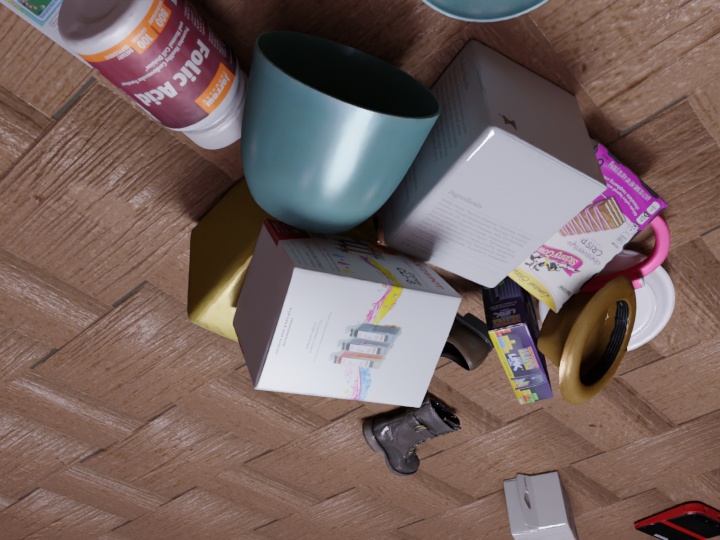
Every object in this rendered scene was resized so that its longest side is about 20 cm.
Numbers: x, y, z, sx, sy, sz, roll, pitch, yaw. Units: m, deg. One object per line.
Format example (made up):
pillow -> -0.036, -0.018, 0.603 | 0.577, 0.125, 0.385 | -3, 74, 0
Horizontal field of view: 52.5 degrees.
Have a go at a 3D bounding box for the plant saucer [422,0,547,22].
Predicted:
plant saucer -> 0.129, -0.341, 0.709 | 0.200, 0.036, 0.200 | -1, 139, -1

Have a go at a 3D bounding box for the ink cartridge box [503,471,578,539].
ink cartridge box -> 0.406, 0.549, 1.637 | 0.125, 0.129, 0.200 | -16, 137, 15

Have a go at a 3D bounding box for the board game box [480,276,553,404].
board game box -> 0.228, 0.075, 1.078 | 0.057, 0.165, 0.200 | -16, 137, 15

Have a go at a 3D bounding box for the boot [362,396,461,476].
boot -> 0.118, 0.326, 1.425 | 0.174, 0.069, 0.200 | -24, 132, 23

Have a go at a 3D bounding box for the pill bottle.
pill bottle -> -0.198, -0.217, 0.756 | 0.114, 0.114, 0.200 | -20, 150, 19

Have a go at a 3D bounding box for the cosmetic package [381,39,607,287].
cosmetic package -> 0.143, -0.118, 0.858 | 0.166, 0.167, 0.200 | 22, 134, -24

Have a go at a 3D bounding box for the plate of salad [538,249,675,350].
plate of salad -> 0.377, 0.047, 1.128 | 0.200, 0.048, 0.200 | 4, 124, 6

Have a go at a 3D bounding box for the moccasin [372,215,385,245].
moccasin -> 0.000, -0.001, 1.057 | 0.078, 0.074, 0.201 | 26, 129, -22

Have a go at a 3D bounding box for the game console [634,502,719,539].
game console -> 0.814, 0.637, 1.830 | 0.200, 0.031, 0.177 | 29, 135, -29

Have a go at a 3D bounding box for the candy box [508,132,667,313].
candy box -> 0.272, -0.060, 0.949 | 0.136, 0.061, 0.200 | 34, 110, -20

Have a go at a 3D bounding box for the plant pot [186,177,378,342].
plant pot -> -0.087, -0.026, 0.945 | 0.194, 0.196, 0.200 | 27, 119, -28

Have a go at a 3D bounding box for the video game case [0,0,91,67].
video game case -> -0.288, -0.321, 0.727 | 0.200, 0.024, 0.182 | -31, 130, 30

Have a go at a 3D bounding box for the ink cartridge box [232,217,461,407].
ink cartridge box -> -0.019, 0.048, 0.819 | 0.200, 0.145, 0.145 | 12, 109, -25

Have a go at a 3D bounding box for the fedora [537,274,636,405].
fedora -> 0.307, 0.087, 1.014 | 0.082, 0.201, 0.201 | 21, 154, 40

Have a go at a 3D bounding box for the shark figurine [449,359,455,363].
shark figurine -> 0.060, 0.152, 1.219 | 0.214, 0.090, 0.128 | 9, 138, -9

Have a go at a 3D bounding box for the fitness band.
fitness band -> 0.334, -0.028, 1.034 | 0.200, 0.037, 0.144 | -15, 120, 16

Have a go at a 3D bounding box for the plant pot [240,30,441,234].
plant pot -> -0.036, -0.137, 0.780 | 0.200, 0.201, 0.161 | 13, 121, -16

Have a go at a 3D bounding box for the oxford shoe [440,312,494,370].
oxford shoe -> 0.099, 0.081, 1.091 | 0.200, 0.084, 0.073 | 29, 153, 22
